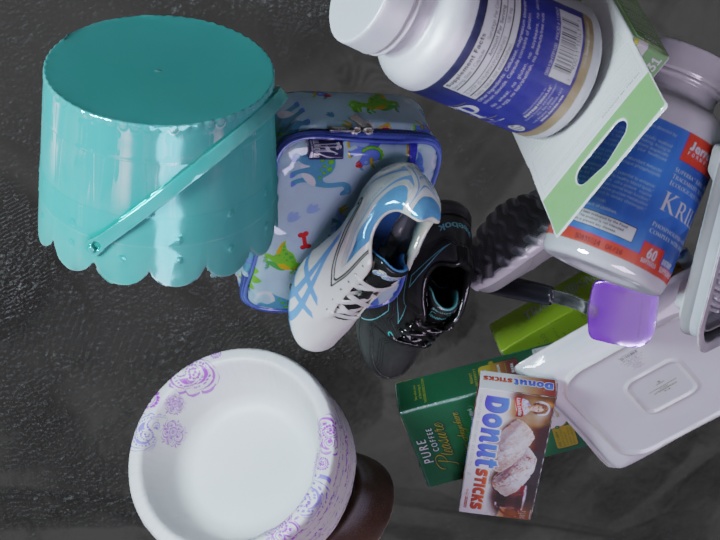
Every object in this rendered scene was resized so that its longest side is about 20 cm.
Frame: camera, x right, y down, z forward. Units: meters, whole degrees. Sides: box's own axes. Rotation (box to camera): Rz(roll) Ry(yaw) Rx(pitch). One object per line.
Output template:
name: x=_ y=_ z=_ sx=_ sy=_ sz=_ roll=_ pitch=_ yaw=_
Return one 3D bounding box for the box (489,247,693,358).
box: x=0.238 y=0.049 z=1.788 sx=0.199 sy=0.048 sz=0.122 roll=-30 pitch=132 yaw=10

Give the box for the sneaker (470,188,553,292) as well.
sneaker: x=0.184 y=-0.037 z=1.677 sx=0.200 sy=0.075 sz=0.082 roll=-35 pitch=130 yaw=13

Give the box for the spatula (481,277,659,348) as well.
spatula: x=0.180 y=0.027 z=1.675 sx=0.020 sy=0.199 sz=0.057 roll=-4 pitch=102 yaw=-44

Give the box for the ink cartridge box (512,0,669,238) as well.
ink cartridge box: x=0.191 y=-0.129 z=1.514 sx=0.048 sy=0.200 sz=0.146 roll=22 pitch=120 yaw=-29

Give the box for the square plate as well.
square plate: x=0.273 y=0.099 z=1.717 sx=0.199 sy=0.029 sz=0.198 roll=-31 pitch=133 yaw=17

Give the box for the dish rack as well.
dish rack: x=0.327 y=-0.040 z=1.588 sx=0.171 sy=0.043 sz=0.201 roll=-19 pitch=125 yaw=-53

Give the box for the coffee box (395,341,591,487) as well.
coffee box: x=0.142 y=0.133 z=1.777 sx=0.199 sy=0.044 sz=0.123 roll=-16 pitch=135 yaw=7

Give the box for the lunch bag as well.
lunch bag: x=-0.021 y=-0.057 z=1.593 sx=0.160 sy=0.083 sz=0.201 roll=1 pitch=131 yaw=-22

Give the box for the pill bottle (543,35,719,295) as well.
pill bottle: x=0.239 y=-0.090 z=1.569 sx=0.112 sy=0.112 sz=0.201 roll=24 pitch=88 yaw=-33

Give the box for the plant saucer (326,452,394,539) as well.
plant saucer: x=-0.063 y=0.235 z=1.758 sx=0.199 sy=0.200 sz=0.032 roll=-27 pitch=120 yaw=6

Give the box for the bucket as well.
bucket: x=-0.154 y=-0.097 z=1.438 sx=0.206 sy=0.208 sz=0.135 roll=-5 pitch=126 yaw=-14

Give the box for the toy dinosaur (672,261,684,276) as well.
toy dinosaur: x=0.248 y=0.020 z=1.682 sx=0.106 sy=0.061 sz=0.200 roll=-25 pitch=138 yaw=-4

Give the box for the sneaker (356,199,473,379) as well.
sneaker: x=0.050 y=0.032 z=1.693 sx=0.075 sy=0.079 sz=0.201 roll=4 pitch=130 yaw=-21

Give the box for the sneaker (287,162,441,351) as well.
sneaker: x=0.000 y=0.000 z=1.545 sx=0.072 sy=0.073 sz=0.200 roll=11 pitch=128 yaw=-31

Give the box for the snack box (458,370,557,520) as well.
snack box: x=0.136 y=0.166 z=1.746 sx=0.071 sy=0.024 sz=0.201 roll=7 pitch=139 yaw=3

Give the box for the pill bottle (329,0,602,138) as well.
pill bottle: x=0.081 y=-0.190 z=1.481 sx=0.199 sy=0.120 sz=0.120 roll=19 pitch=122 yaw=-30

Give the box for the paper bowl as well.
paper bowl: x=-0.101 y=0.180 z=1.692 sx=0.200 sy=0.201 sz=0.104 roll=-26 pitch=152 yaw=6
